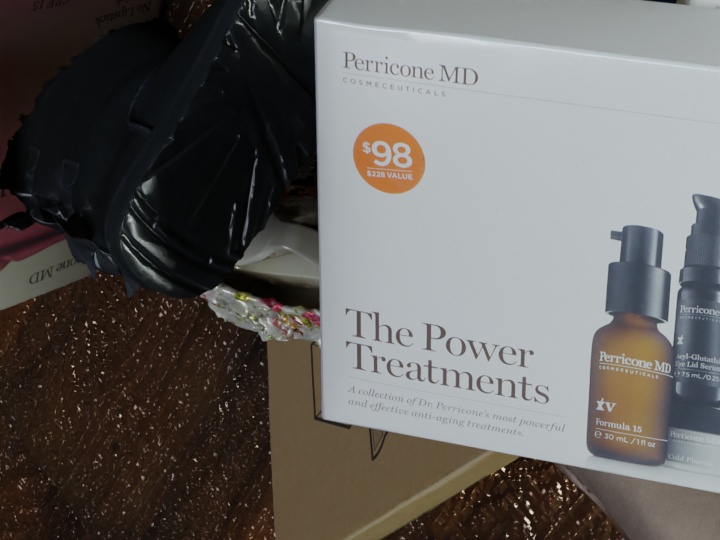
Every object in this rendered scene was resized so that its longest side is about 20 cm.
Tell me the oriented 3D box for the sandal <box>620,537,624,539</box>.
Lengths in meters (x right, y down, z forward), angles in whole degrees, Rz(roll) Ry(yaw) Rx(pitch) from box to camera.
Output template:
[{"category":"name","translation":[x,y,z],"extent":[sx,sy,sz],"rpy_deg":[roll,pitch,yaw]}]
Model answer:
[{"category":"sandal","translation":[0.126,0.217,0.865],"extent":[0.079,0.059,0.208],"rpy_deg":[6,112,45]}]

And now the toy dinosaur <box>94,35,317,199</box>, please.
[{"category":"toy dinosaur","translation":[-0.052,-0.077,0.910],"extent":[0.135,0.102,0.201],"rpy_deg":[-7,65,33]}]

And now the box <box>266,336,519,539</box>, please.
[{"category":"box","translation":[0.016,0.030,0.863],"extent":[0.200,0.021,0.164],"rpy_deg":[-39,47,48]}]

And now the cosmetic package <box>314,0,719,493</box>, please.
[{"category":"cosmetic package","translation":[0.086,-0.009,0.624],"extent":[0.199,0.052,0.152],"rpy_deg":[9,119,16]}]

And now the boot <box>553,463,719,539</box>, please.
[{"category":"boot","translation":[0.141,0.080,0.755],"extent":[0.146,0.070,0.201],"rpy_deg":[-5,89,53]}]

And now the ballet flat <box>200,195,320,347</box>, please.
[{"category":"ballet flat","translation":[0.000,0.000,0.785],"extent":[0.199,0.064,0.076],"rpy_deg":[-1,67,40]}]

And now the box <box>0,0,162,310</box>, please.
[{"category":"box","translation":[-0.190,-0.091,0.999],"extent":[0.109,0.128,0.201],"rpy_deg":[37,131,29]}]

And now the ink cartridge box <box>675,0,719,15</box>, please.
[{"category":"ink cartridge box","translation":[0.177,-0.106,0.615],"extent":[0.115,0.067,0.201],"rpy_deg":[29,118,3]}]

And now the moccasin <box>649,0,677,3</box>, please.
[{"category":"moccasin","translation":[0.100,-0.070,0.746],"extent":[0.199,0.080,0.069],"rpy_deg":[21,129,39]}]

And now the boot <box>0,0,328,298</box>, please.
[{"category":"boot","translation":[-0.064,-0.079,0.798],"extent":[0.073,0.199,0.162],"rpy_deg":[38,174,-27]}]
